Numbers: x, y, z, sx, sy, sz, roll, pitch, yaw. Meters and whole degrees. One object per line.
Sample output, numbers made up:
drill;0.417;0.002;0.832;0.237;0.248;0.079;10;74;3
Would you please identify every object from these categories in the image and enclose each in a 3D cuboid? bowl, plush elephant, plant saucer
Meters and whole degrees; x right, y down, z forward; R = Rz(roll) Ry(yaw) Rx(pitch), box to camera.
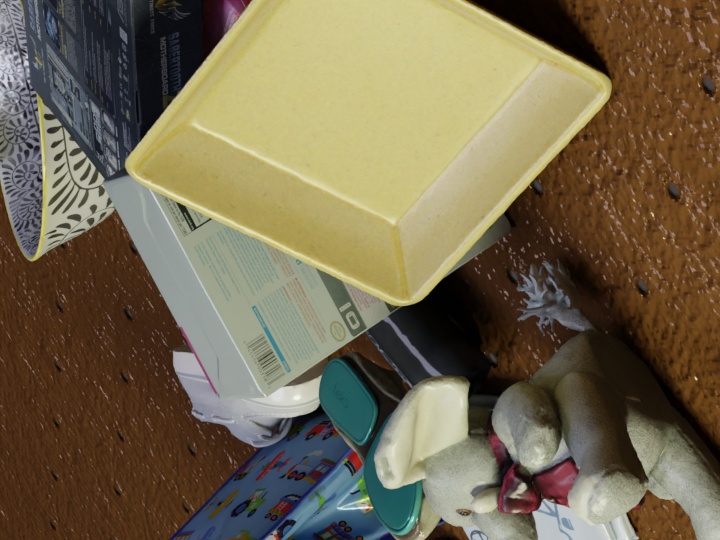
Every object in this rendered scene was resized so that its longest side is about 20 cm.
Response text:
bowl;-0.195;-0.112;1.837;0.201;0.094;0.202;173;90;-73
plush elephant;0.100;0.113;1.531;0.155;0.164;0.200;-43;59;23
plant saucer;0.003;-0.092;1.457;0.199;0.049;0.200;26;126;-24

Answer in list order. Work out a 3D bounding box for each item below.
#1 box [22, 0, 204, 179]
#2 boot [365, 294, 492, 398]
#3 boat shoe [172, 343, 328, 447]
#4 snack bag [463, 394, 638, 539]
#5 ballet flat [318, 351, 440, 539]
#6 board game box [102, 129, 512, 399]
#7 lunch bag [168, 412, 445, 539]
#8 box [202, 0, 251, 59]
box;-0.149;-0.149;1.575;0.158;0.051;0.201;48;150;37
boot;0.000;0.000;1.651;0.200;0.066;0.165;56;-175;11
boat shoe;-0.077;0.090;1.894;0.200;0.072;0.069;5;111;57
snack bag;0.120;0.169;1.719;0.188;0.021;0.201;-2;116;60
ballet flat;0.031;0.111;1.699;0.068;0.062;0.200;-64;28;20
board game box;-0.028;-0.037;1.552;0.064;0.200;0.148;-9;110;61
lunch bag;-0.067;0.184;1.846;0.150;0.200;0.094;-8;111;61
box;-0.078;-0.150;1.625;0.095;0.102;0.200;50;151;14
